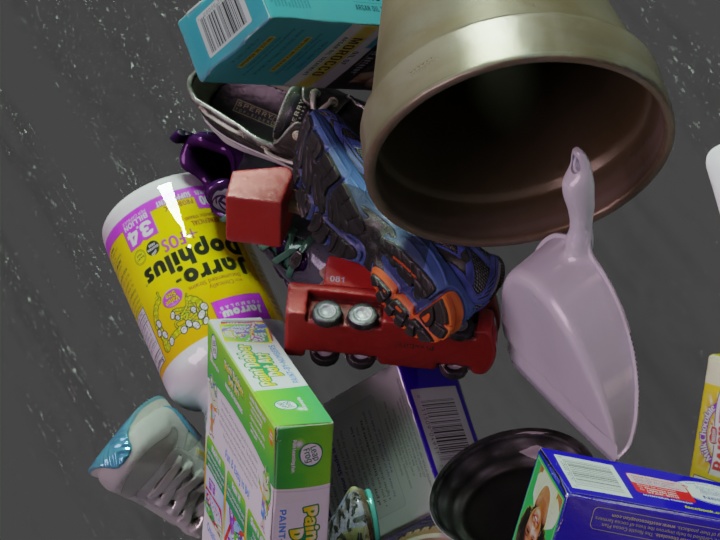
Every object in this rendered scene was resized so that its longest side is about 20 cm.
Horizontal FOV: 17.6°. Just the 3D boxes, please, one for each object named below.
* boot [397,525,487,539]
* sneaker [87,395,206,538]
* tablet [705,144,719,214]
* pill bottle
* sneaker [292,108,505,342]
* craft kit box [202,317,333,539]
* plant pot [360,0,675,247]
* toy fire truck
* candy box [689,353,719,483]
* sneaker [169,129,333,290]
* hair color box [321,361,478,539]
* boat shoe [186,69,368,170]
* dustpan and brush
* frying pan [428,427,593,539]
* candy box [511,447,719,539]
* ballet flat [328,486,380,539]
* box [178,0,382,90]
[{"bbox_3d":[0.080,0.235,1.549,0.199,0.075,0.108,7,61,46],"label":"boot"},{"bbox_3d":[-0.135,0.150,1.723,0.081,0.200,0.077,41,93,19],"label":"sneaker"},{"bbox_3d":[0.282,-0.004,1.392,0.130,0.014,0.201,-27,68,36],"label":"tablet"},{"bbox_3d":[-0.114,0.034,1.749,0.104,0.104,0.201,-44,62,36],"label":"pill bottle"},{"bbox_3d":[0.022,-0.035,1.580,0.200,0.078,0.075,52,143,24],"label":"sneaker"},{"bbox_3d":[-0.067,0.157,1.581,0.200,0.048,0.199,-130,37,-65],"label":"craft kit box"},{"bbox_3d":[0.087,-0.141,1.500,0.200,0.199,0.174,-41,47,38],"label":"plant pot"},{"bbox_3d":[0.000,0.000,1.619,0.049,0.199,0.142,93,-177,-48],"label":"toy fire truck"},{"bbox_3d":[0.246,0.160,1.441,0.102,0.026,0.201,17,103,45],"label":"candy box"},{"bbox_3d":[-0.068,-0.030,1.713,0.200,0.087,0.075,51,124,32],"label":"sneaker"},{"bbox_3d":[-0.002,0.150,1.668,0.200,0.065,0.110,-31,70,39],"label":"hair color box"},{"bbox_3d":[-0.037,-0.100,1.663,0.199,0.064,0.071,17,79,26],"label":"boat shoe"},{"bbox_3d":[0.136,0.009,1.497,0.140,0.057,0.201,45,159,45],"label":"dustpan and brush"},{"bbox_3d":[0.118,0.165,1.512,0.190,0.115,0.031,47,161,51],"label":"frying pan"},{"bbox_3d":[0.165,0.223,1.387,0.077,0.168,0.201,-116,39,-71],"label":"candy box"},{"bbox_3d":[-0.011,0.232,1.608,0.072,0.072,0.201,37,149,39],"label":"ballet flat"},{"bbox_3d":[-0.021,-0.164,1.582,0.082,0.199,0.049,-37,66,39],"label":"box"}]
